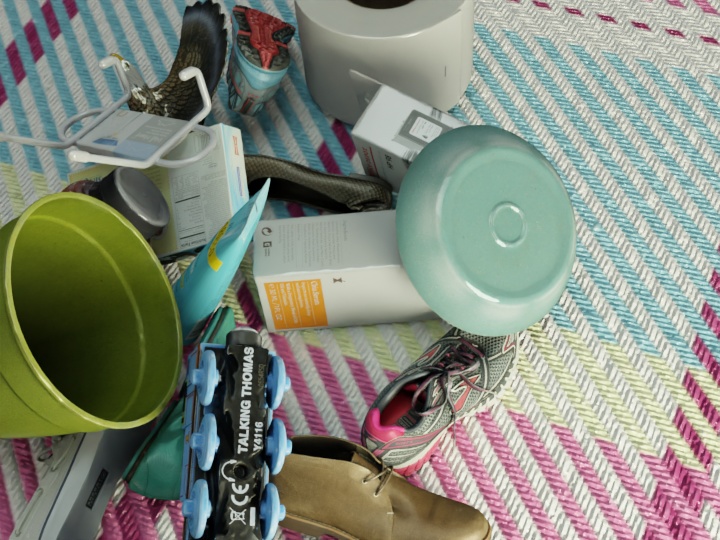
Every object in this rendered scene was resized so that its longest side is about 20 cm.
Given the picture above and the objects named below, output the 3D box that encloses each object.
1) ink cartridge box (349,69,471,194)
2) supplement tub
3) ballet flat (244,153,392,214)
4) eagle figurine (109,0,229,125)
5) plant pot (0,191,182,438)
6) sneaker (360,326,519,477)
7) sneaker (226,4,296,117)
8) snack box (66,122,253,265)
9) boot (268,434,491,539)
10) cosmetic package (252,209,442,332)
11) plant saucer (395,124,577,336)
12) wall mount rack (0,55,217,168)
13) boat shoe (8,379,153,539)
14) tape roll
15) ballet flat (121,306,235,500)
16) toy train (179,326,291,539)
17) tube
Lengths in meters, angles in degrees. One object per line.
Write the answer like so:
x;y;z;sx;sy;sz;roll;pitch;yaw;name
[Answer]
0.063;-0.118;1.073;0.200;0.116;0.067;28;78;17;ink cartridge box
-0.276;-0.014;0.997;0.200;0.107;0.107;-36;53;18;supplement tub
-0.065;-0.085;1.112;0.200;0.067;0.046;11;73;7;ballet flat
-0.211;-0.188;1.138;0.200;0.151;0.152;-39;49;-13;eagle figurine
-0.291;0.059;0.884;0.193;0.200;0.201;-20;50;25;plant pot
0.079;0.105;0.953;0.081;0.075;0.200;32;62;24;sneaker
-0.130;-0.244;1.215;0.079;0.096;0.200;21;28;-12;sneaker
-0.205;-0.065;1.046;0.200;0.037;0.116;-13;79;25;snack box
0.015;0.194;0.885;0.200;0.076;0.074;10;26;9;boot
0.000;0.000;1.018;0.200;0.101;0.071;-5;54;2;cosmetic package
0.128;-0.040;0.957;0.200;0.036;0.200;3;83;-26;plant saucer
-0.243;-0.137;0.985;0.200;0.075;0.174;14;46;32;wall mount rack
-0.259;0.171;0.942;0.086;0.075;0.202;9;62;23;boat shoe
0.029;-0.281;1.184;0.202;0.139;0.203;-2;55;3;tape roll
-0.147;0.128;0.970;0.070;0.067;0.200;29;59;-5;ballet flat
-0.110;0.151;0.875;0.087;0.114;0.200;7;71;-18;toy train
-0.136;-0.001;0.966;0.050;0.200;0.077;27;44;-14;tube
